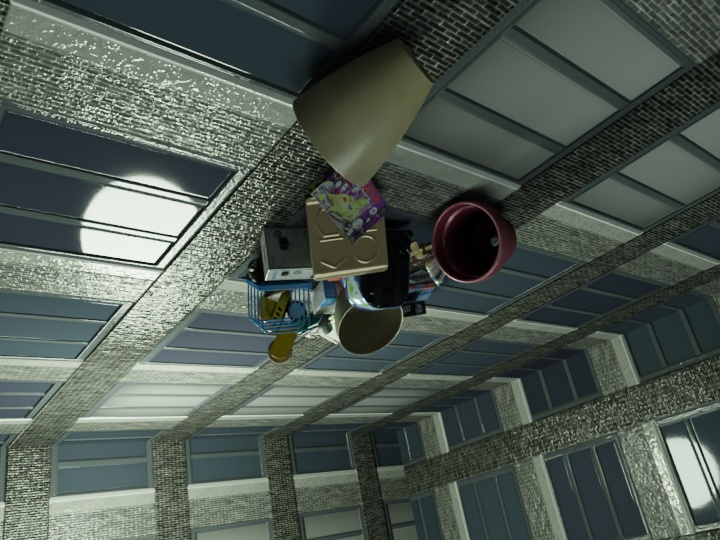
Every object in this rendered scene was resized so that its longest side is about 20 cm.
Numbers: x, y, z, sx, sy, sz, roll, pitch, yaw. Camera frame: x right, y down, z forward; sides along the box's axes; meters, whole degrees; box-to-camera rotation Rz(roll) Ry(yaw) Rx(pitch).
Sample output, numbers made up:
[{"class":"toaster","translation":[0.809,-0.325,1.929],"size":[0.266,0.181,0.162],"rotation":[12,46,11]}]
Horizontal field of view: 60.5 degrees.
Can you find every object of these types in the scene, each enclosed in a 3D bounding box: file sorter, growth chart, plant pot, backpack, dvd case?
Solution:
[{"class":"file sorter","translation":[-0.220,0.087,1.631],"size":[0.136,0.126,0.199],"rotation":[-2,-174,-20]},{"class":"growth chart","translation":[-0.065,0.180,1.927],"size":[0.198,0.018,0.144],"rotation":[-22,131,40]},{"class":"plant pot","translation":[0.020,-0.279,1.034],"size":[0.199,0.190,0.186],"rotation":[-38,147,19]},{"class":"plant pot","translation":[0.307,-0.075,1.577],"size":[0.198,0.204,0.177],"rotation":[-30,166,35]},{"class":"backpack","translation":[0.036,0.000,1.573],"size":[0.180,0.205,0.146],"rotation":[3,171,-33]},{"class":"dvd case","translation":[0.149,0.050,1.955],"size":[0.198,0.016,0.148],"rotation":[-27,152,29]}]

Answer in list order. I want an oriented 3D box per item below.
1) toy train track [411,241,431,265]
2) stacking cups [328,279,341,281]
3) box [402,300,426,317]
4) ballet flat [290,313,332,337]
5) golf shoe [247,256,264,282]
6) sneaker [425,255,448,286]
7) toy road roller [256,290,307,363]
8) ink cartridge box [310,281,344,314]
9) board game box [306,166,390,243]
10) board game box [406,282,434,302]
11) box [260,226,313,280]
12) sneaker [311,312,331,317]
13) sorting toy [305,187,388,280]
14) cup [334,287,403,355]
[{"class":"toy train track","translation":[0.201,-0.057,1.731],"size":[0.196,0.033,0.115],"rotation":[-20,154,13]},{"class":"stacking cups","translation":[0.000,0.000,1.739],"size":[0.195,0.062,0.061],"rotation":[-5,155,-7]},{"class":"box","translation":[0.093,0.132,1.971],"size":[0.195,0.045,0.160],"rotation":[-7,176,-14]},{"class":"ballet flat","translation":[-0.147,0.176,1.877],"size":[0.072,0.075,0.198],"rotation":[7,167,-35]},{"class":"golf shoe","translation":[-0.194,-0.019,1.603],"size":[0.195,0.080,0.094],"rotation":[-9,176,-8]},{"class":"sneaker","translation":[0.284,-0.017,1.761],"size":[0.196,0.090,0.075],"rotation":[-21,163,-11]},{"class":"toy road roller","translation":[-0.245,0.158,1.800],"size":[0.143,0.204,0.123],"rotation":[21,172,0]},{"class":"ink cartridge box","translation":[-0.039,0.077,1.861],"size":[0.196,0.068,0.116],"rotation":[0,153,-25]},{"class":"board game box","translation":[-0.021,-0.154,1.336],"size":[0.120,0.032,0.200],"rotation":[-44,140,-1]},{"class":"board game box","translation":[0.130,0.077,1.957],"size":[0.195,0.020,0.103],"rotation":[-7,157,-13]},{"class":"box","translation":[-0.139,-0.042,1.505],"size":[0.196,0.119,0.060],"rotation":[-3,155,-20]},{"class":"sneaker","translation":[-0.088,0.150,1.994],"size":[0.087,0.076,0.198],"rotation":[13,155,-43]},{"class":"sorting toy","translation":[-0.031,-0.085,1.439],"size":[0.181,0.205,0.037],"rotation":[-8,-163,-9]},{"class":"cup","translation":[0.005,0.113,1.742],"size":[0.196,0.144,0.204],"rotation":[-13,127,-17]}]
